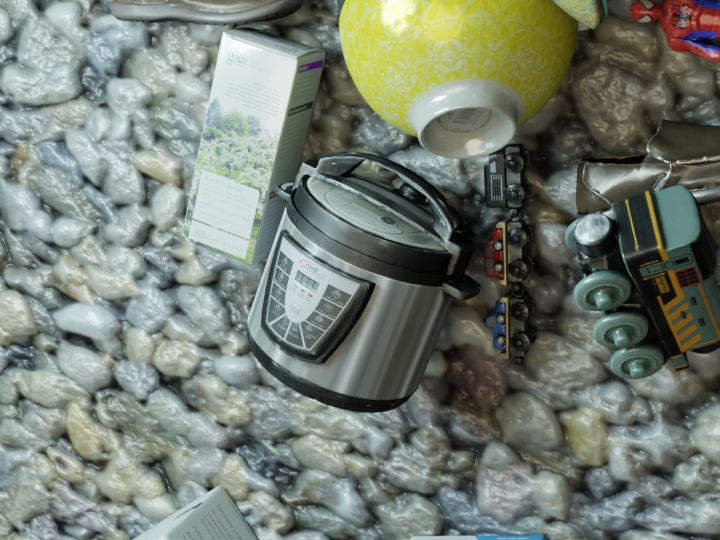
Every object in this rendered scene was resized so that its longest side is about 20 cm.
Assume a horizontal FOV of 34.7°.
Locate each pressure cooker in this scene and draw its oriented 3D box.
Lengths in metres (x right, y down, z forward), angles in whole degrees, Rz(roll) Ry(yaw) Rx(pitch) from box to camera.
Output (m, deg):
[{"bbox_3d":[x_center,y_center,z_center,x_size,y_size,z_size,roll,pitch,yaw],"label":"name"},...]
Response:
[{"bbox_3d":[0.001,-0.001,1.023,0.173,0.179,0.203,14,111,-20],"label":"pressure cooker"}]

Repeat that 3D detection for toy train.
[{"bbox_3d":[0.241,0.015,0.942,0.112,0.086,0.201,-17,138,20],"label":"toy train"},{"bbox_3d":[0.132,-0.013,1.044,0.045,0.034,0.204,2,103,24],"label":"toy train"}]

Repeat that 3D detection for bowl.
[{"bbox_3d":[0.083,-0.156,0.925,0.197,0.200,0.109,-14,63,23],"label":"bowl"}]

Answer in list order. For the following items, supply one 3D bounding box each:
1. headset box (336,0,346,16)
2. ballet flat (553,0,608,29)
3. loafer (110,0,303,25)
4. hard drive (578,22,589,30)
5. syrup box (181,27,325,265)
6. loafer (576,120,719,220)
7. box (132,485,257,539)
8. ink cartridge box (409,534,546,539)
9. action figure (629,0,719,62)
[{"bbox_3d":[0.051,-0.313,0.940,0.172,0.093,0.203,-14,98,23],"label":"headset box"},{"bbox_3d":[0.124,-0.266,0.838,0.070,0.070,0.203,-16,88,23],"label":"ballet flat"},{"bbox_3d":[-0.147,-0.265,1.066,0.197,0.073,0.072,5,106,19],"label":"loafer"},{"bbox_3d":[0.121,-0.300,0.982,0.130,0.027,0.204,-3,102,21],"label":"hard drive"},{"bbox_3d":[-0.100,-0.117,1.080,0.078,0.081,0.203,19,108,13],"label":"syrup box"},{"bbox_3d":[0.264,-0.090,0.945,0.197,0.073,0.072,-18,97,23],"label":"loafer"},{"bbox_3d":[-0.186,0.373,1.205,0.198,0.131,0.201,-35,89,24],"label":"box"},{"bbox_3d":[0.089,0.322,1.051,0.142,0.200,0.086,-6,102,21],"label":"ink cartridge box"},{"bbox_3d":[0.315,-0.198,0.925,0.197,0.052,0.067,12,110,20],"label":"action figure"}]
